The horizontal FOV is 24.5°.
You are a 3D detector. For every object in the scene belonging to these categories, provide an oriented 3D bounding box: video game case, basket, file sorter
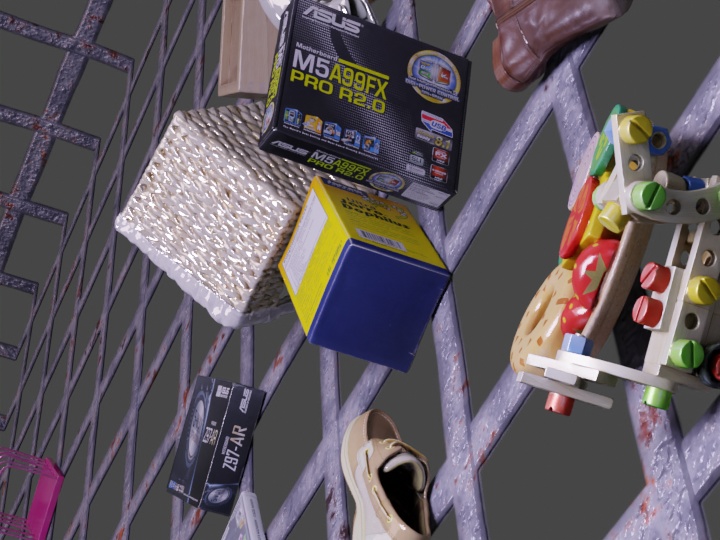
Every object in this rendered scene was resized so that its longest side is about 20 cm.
[{"bbox_3d":[-0.152,0.381,1.886,0.182,0.023,0.201,-113,44,-64],"label":"video game case"},{"bbox_3d":[-0.122,-0.065,1.837,0.198,0.200,0.161,-16,-39,-57],"label":"basket"},{"bbox_3d":[-0.664,0.432,3.217,0.200,0.125,0.140,-167,95,-72],"label":"file sorter"}]

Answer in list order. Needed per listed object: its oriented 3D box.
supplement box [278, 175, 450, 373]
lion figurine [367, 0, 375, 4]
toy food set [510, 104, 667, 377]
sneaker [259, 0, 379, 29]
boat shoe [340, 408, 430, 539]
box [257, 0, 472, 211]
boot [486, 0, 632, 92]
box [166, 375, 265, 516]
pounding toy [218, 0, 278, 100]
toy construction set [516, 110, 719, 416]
[{"bbox_3d":[0.000,0.000,1.648,0.200,0.109,0.109,-117,48,-65],"label":"supplement box"},{"bbox_3d":[0.012,-0.391,2.078,0.122,0.072,0.202,-33,56,52],"label":"lion figurine"},{"bbox_3d":[0.167,-0.020,1.193,0.200,0.048,0.199,110,179,-73],"label":"toy food set"},{"bbox_3d":[-0.044,-0.320,2.032,0.073,0.200,0.116,-26,-15,-44],"label":"sneaker"},{"bbox_3d":[0.031,0.188,1.459,0.066,0.074,0.201,-48,29,25],"label":"boat shoe"},{"bbox_3d":[0.007,-0.164,1.634,0.044,0.199,0.161,138,146,-56],"label":"box"},{"bbox_3d":[0.168,-0.273,1.445,0.200,0.064,0.188,139,123,-64],"label":"boot"},{"bbox_3d":[-0.186,0.219,2.109,0.200,0.043,0.161,179,107,-72],"label":"box"},{"bbox_3d":[-0.117,-0.333,2.325,0.200,0.141,0.186,-167,80,-75],"label":"pounding toy"},{"bbox_3d":[0.182,0.009,1.050,0.201,0.130,0.092,-69,20,9],"label":"toy construction set"}]
